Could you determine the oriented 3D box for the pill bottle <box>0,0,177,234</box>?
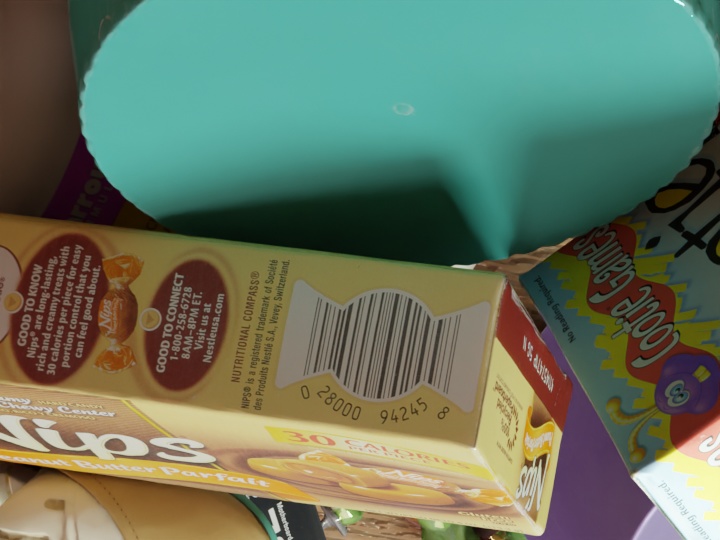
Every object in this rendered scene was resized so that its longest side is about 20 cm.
[{"bbox_3d":[-0.078,-0.041,0.933,0.200,0.105,0.104,17,145,-29],"label":"pill bottle"}]

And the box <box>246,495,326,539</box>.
[{"bbox_3d":[-0.067,0.111,1.038,0.161,0.049,0.200,14,128,51],"label":"box"}]

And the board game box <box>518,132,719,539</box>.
[{"bbox_3d":[0.165,0.001,0.819,0.200,0.105,0.103,-36,126,7],"label":"board game box"}]

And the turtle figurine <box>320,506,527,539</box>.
[{"bbox_3d":[0.043,0.123,1.179,0.193,0.201,0.144,9,177,-29],"label":"turtle figurine"}]

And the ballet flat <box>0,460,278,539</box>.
[{"bbox_3d":[-0.116,0.080,0.957,0.200,0.063,0.069,19,125,36],"label":"ballet flat"}]

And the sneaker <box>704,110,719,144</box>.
[{"bbox_3d":[0.142,-0.087,0.869,0.078,0.075,0.200,28,109,-20],"label":"sneaker"}]

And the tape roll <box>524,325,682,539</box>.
[{"bbox_3d":[0.154,0.059,1.054,0.200,0.085,0.200,-22,143,-17],"label":"tape roll"}]

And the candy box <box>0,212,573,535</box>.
[{"bbox_3d":[-0.046,0.030,0.858,0.199,0.055,0.115,8,164,15],"label":"candy box"}]

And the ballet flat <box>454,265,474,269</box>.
[{"bbox_3d":[0.000,0.000,1.047,0.072,0.072,0.200,23,141,-36],"label":"ballet flat"}]

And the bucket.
[{"bbox_3d":[0.009,-0.100,0.806,0.206,0.135,0.207,-3,150,-1],"label":"bucket"}]
